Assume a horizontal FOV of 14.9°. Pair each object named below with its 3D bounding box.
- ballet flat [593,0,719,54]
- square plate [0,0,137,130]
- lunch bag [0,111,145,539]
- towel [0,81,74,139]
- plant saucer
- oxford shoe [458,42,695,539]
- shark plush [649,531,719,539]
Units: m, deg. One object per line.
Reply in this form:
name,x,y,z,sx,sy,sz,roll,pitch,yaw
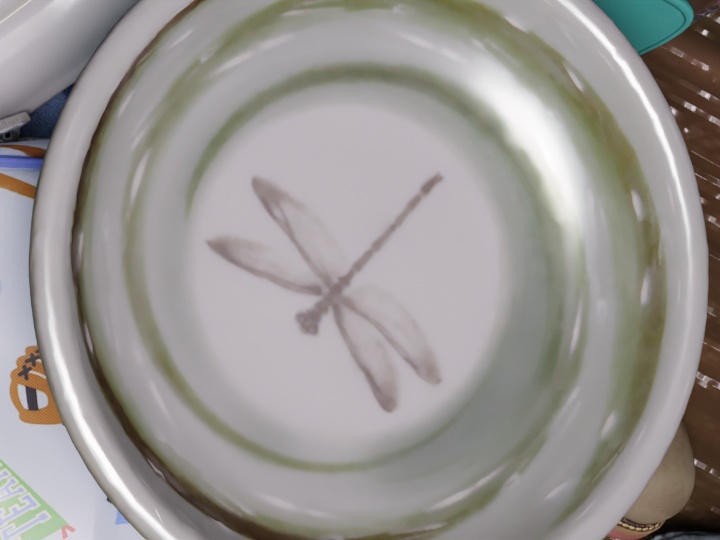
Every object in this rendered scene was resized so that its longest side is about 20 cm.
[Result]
ballet flat,0.092,-0.109,0.833,0.069,0.071,0.200,22,152,-38
square plate,-0.173,-0.115,0.829,0.200,0.028,0.198,-35,87,8
lunch bag,-0.084,0.053,0.815,0.160,0.076,0.201,-2,92,-20
towel,-0.175,-0.013,0.877,0.200,0.049,0.112,-40,96,8
plant saucer,0.000,0.000,0.778,0.199,0.050,0.201,1,87,-20
oxford shoe,0.068,0.007,0.863,0.075,0.071,0.200,-12,127,31
shark plush,0.197,0.117,0.908,0.199,0.091,0.084,-8,88,16
